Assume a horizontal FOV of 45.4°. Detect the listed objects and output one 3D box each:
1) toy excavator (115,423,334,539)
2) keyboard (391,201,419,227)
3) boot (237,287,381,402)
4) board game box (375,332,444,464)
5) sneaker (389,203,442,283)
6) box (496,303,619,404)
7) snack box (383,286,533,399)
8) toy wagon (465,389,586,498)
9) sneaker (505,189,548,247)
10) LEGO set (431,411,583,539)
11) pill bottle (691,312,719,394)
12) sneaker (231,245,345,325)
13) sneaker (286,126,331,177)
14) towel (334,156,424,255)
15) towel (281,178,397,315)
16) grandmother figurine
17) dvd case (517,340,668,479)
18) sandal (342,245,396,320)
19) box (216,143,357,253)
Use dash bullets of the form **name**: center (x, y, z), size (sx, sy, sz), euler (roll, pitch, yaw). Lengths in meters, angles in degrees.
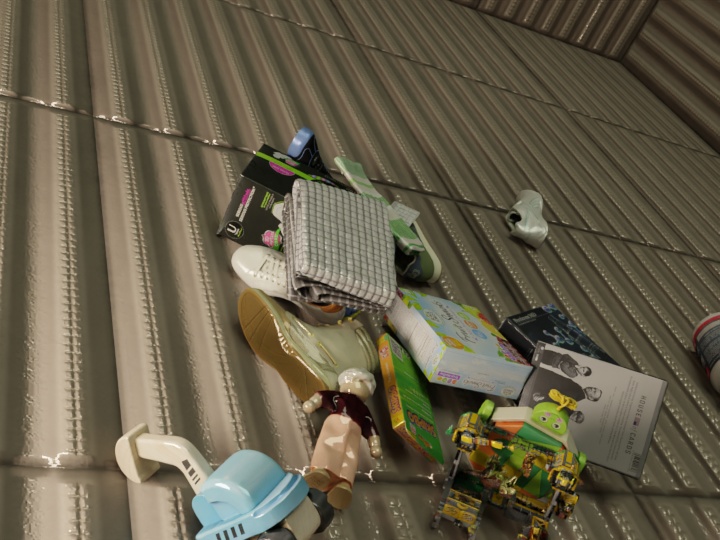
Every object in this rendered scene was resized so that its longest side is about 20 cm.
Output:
- **toy excavator**: center (-0.155, 0.235, 0.936), size (0.201, 0.194, 0.100), euler (59, 34, -2)
- **keyboard**: center (0.036, -0.056, 1.546), size (0.056, 0.011, 0.200), euler (21, 50, 23)
- **boot**: center (-0.073, 0.093, 1.255), size (0.200, 0.072, 0.154), euler (48, 36, 18)
- **board game box**: center (0.070, 0.186, 1.239), size (0.096, 0.030, 0.201), euler (45, 17, -32)
- **sneaker**: center (0.068, -0.056, 1.595), size (0.089, 0.067, 0.201), euler (4, 41, -43)
- **box**: center (0.324, 0.168, 1.428), size (0.148, 0.108, 0.200), euler (-12, 48, -46)
- **snack box**: center (0.149, 0.113, 1.362), size (0.167, 0.068, 0.200), euler (15, 18, -26)
- **toy wagon**: center (0.224, 0.233, 1.157), size (0.154, 0.201, 0.040), euler (29, 45, 2)
- **sneaker**: center (0.370, -0.131, 1.949), size (0.079, 0.071, 0.201), euler (18, 32, -10)
- **LEGO set**: center (0.180, 0.286, 1.097), size (0.199, 0.155, 0.116), euler (27, 30, 6)
- **pill bottle**: center (0.752, 0.187, 1.729), size (0.119, 0.120, 0.201), euler (21, 31, -11)
- **sneaker**: center (-0.108, 0.006, 1.322), size (0.199, 0.085, 0.073), euler (26, 68, 8)
- **sneaker**: center (-0.086, -0.181, 1.554), size (0.077, 0.200, 0.070), euler (30, 67, 10)
- **towel**: center (0.036, -0.109, 1.479), size (0.201, 0.023, 0.152), euler (54, 11, 7)
- **towel**: center (-0.033, -0.030, 1.281), size (0.164, 0.086, 0.201), euler (16, 46, -25)
- **grandmother figurine**: center (-0.024, 0.201, 1.118), size (0.121, 0.060, 0.201), euler (43, 37, -18)
- **dvd case**: center (0.342, 0.207, 1.296), size (0.198, 0.152, 0.025), euler (17, -2, 18)
- **sandal**: center (0.000, 0.000, 1.420), size (0.079, 0.087, 0.200), euler (32, 47, 3)
- **box**: center (-0.116, -0.097, 1.457), size (0.199, 0.125, 0.149), euler (26, 30, -5)
